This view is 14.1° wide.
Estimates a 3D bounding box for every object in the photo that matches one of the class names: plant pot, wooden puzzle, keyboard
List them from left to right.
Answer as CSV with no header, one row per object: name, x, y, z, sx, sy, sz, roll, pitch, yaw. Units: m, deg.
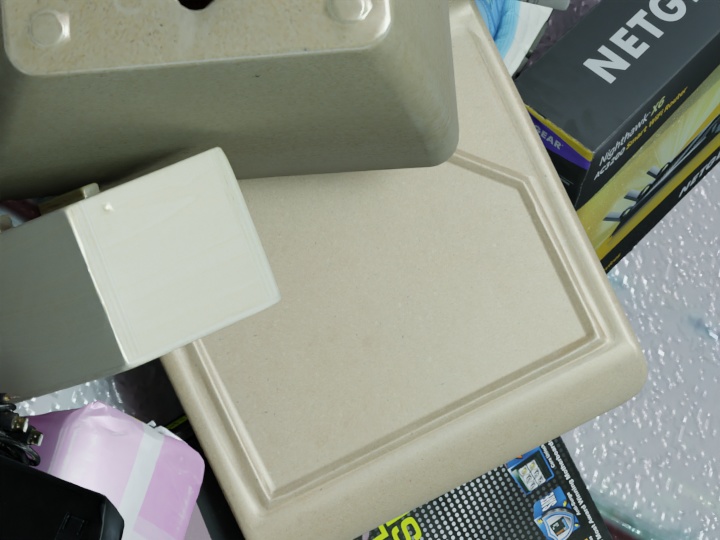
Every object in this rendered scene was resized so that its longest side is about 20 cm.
keyboard,-0.158,0.090,1.095,0.040,0.199,0.105,39,72,-50
plant pot,-0.063,-0.137,1.074,0.198,0.177,0.201,-4,88,-2
wooden puzzle,0.000,0.000,1.223,0.184,0.037,0.201,-26,94,-4

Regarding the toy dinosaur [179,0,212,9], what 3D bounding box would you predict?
toy dinosaur,-0.070,-0.107,1.218,0.199,0.060,0.107,31,64,-26

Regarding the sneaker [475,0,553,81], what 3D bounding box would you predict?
sneaker,0.038,-0.122,1.305,0.090,0.078,0.201,29,62,-3

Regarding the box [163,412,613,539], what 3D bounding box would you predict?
box,0.010,0.125,1.277,0.193,0.047,0.201,-31,98,-28

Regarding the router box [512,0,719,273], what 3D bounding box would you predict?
router box,0.127,-0.073,1.349,0.052,0.158,0.200,36,56,16

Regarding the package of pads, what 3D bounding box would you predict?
package of pads,-0.143,0.152,1.133,0.076,0.120,0.201,33,62,-31

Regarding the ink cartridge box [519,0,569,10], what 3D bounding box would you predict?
ink cartridge box,0.010,-0.225,1.202,0.197,0.043,0.201,12,80,0

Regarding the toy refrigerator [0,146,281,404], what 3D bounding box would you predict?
toy refrigerator,-0.123,0.009,1.131,0.076,0.200,0.070,-24,93,-35
